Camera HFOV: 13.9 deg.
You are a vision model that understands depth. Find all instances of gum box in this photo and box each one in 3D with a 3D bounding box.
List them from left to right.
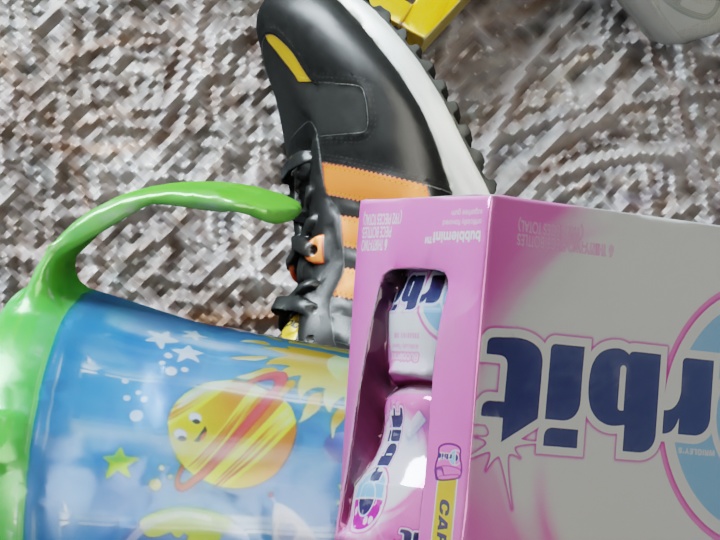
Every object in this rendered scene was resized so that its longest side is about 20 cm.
[{"bbox_3d":[0.085,0.045,0.834,0.199,0.066,0.114,7,86,-33],"label":"gum box"}]

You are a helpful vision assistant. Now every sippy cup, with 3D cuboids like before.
[{"bbox_3d":[-0.040,0.074,0.881,0.130,0.178,0.140,1,44,9],"label":"sippy cup"}]

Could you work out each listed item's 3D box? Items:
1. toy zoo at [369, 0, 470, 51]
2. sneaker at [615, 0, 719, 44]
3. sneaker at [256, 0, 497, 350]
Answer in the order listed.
[{"bbox_3d":[-0.008,-0.162,1.026,0.200,0.020,0.131,30,73,3],"label":"toy zoo"},{"bbox_3d":[0.121,-0.164,1.022,0.081,0.075,0.200,50,53,-35],"label":"sneaker"},{"bbox_3d":[0.000,0.000,0.955,0.090,0.070,0.201,-25,80,-16],"label":"sneaker"}]
